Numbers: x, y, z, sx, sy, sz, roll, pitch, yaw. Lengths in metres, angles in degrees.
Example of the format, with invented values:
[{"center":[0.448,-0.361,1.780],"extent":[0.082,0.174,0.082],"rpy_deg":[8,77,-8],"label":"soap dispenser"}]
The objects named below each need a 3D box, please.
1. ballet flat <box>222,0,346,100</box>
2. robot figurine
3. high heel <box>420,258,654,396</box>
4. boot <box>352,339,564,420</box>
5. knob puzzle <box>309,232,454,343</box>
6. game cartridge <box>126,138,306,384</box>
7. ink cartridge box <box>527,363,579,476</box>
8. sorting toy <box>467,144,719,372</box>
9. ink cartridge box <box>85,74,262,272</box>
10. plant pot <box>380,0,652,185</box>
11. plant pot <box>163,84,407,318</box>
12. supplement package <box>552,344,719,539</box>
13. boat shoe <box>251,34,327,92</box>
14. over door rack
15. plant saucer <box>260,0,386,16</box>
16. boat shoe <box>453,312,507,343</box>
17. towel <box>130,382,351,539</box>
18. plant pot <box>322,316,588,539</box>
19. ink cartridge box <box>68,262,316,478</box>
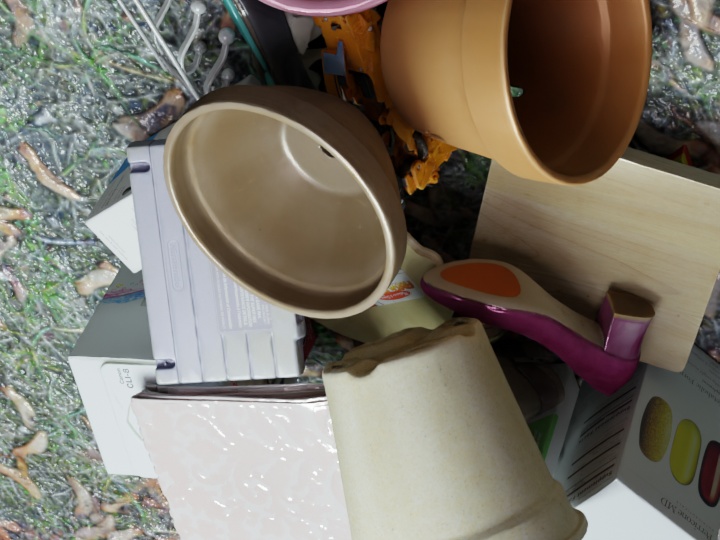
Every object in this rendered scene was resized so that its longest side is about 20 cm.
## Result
[{"center":[-0.053,-0.168,1.525],"extent":[0.073,0.073,0.201],"rpy_deg":[-3,133,24],"label":"ballet flat"},{"center":[0.026,-0.149,1.539],"extent":[0.058,0.145,0.201],"rpy_deg":[17,140,34],"label":"robot figurine"},{"center":[0.136,0.051,1.602],"extent":[0.199,0.068,0.096],"rpy_deg":[7,126,-16],"label":"high heel"},{"center":[0.088,0.086,1.747],"extent":[0.145,0.200,0.071],"rpy_deg":[-11,123,-15],"label":"boot"},{"center":[0.000,0.000,1.658],"extent":[0.218,0.031,0.220],"rpy_deg":[19,147,13],"label":"knob puzzle"},{"center":[-0.114,-0.010,1.588],"extent":[0.129,0.038,0.201],"rpy_deg":[-4,102,7],"label":"game cartridge"},{"center":[0.093,0.166,1.778],"extent":[0.199,0.146,0.084],"rpy_deg":[-5,127,25],"label":"ink cartridge box"},{"center":[0.200,-0.036,1.613],"extent":[0.199,0.070,0.200],"rpy_deg":[18,133,7],"label":"sorting toy"},{"center":[-0.129,-0.090,1.667],"extent":[0.199,0.116,0.068],"rpy_deg":[-27,115,36],"label":"ink cartridge box"},{"center":[0.108,-0.167,1.465],"extent":[0.139,0.200,0.201],"rpy_deg":[6,133,38],"label":"plant pot"},{"center":[-0.042,-0.069,1.483],"extent":[0.200,0.093,0.202],"rpy_deg":[21,137,21],"label":"plant pot"},{"center":[0.244,0.162,1.676],"extent":[0.114,0.201,0.109],"rpy_deg":[37,133,-12],"label":"supplement package"},{"center":[-0.060,-0.215,1.567],"extent":[0.071,0.068,0.201],"rpy_deg":[-8,137,16],"label":"boat shoe"},{"center":[-0.163,-0.207,1.549],"extent":[0.067,0.148,0.200],"rpy_deg":[-45,126,1],"label":"over door rack"},{"center":[-0.025,-0.287,1.444],"extent":[0.199,0.051,0.202],"rpy_deg":[0,93,8],"label":"plant saucer"},{"center":[0.036,0.013,1.720],"extent":[0.199,0.072,0.068],"rpy_deg":[17,135,11],"label":"boat shoe"},{"center":[-0.084,0.177,1.667],"extent":[0.190,0.032,0.201],"rpy_deg":[1,128,20],"label":"towel"},{"center":[0.058,0.142,1.542],"extent":[0.199,0.200,0.185],"rpy_deg":[-14,97,31],"label":"plant pot"},{"center":[-0.147,0.071,1.755],"extent":[0.144,0.200,0.146],"rpy_deg":[3,130,20],"label":"ink cartridge box"}]
